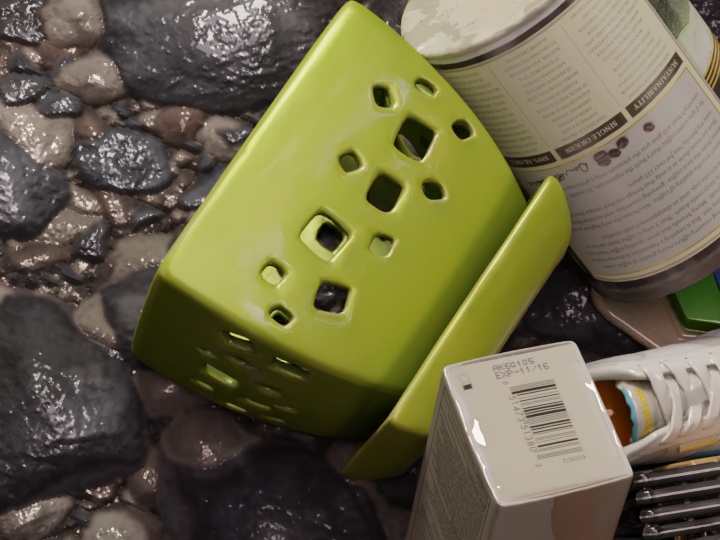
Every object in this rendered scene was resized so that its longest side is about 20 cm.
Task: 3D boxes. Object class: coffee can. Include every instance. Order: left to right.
[{"bbox_3d":[0.137,-0.103,1.574,0.147,0.146,0.200,-48,118,-16],"label":"coffee can"}]

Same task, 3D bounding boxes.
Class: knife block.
[{"bbox_3d":[0.206,0.138,1.571,0.174,0.200,0.065,-12,84,30],"label":"knife block"}]

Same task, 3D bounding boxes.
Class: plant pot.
[{"bbox_3d":[0.000,0.000,1.559,0.181,0.199,0.201,35,73,0],"label":"plant pot"}]

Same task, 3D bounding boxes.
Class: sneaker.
[{"bbox_3d":[0.183,0.078,1.589,0.198,0.081,0.077,-16,87,1],"label":"sneaker"}]

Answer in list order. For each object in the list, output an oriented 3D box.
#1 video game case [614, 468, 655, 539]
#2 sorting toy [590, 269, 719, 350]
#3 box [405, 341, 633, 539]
[{"bbox_3d":[0.168,0.207,1.594,0.198,0.023,0.183,-8,74,-7],"label":"video game case"},{"bbox_3d":[0.266,0.003,1.656,0.200,0.037,0.185,37,74,7],"label":"sorting toy"},{"bbox_3d":[0.080,0.138,1.482,0.077,0.201,0.095,-11,55,-16],"label":"box"}]
